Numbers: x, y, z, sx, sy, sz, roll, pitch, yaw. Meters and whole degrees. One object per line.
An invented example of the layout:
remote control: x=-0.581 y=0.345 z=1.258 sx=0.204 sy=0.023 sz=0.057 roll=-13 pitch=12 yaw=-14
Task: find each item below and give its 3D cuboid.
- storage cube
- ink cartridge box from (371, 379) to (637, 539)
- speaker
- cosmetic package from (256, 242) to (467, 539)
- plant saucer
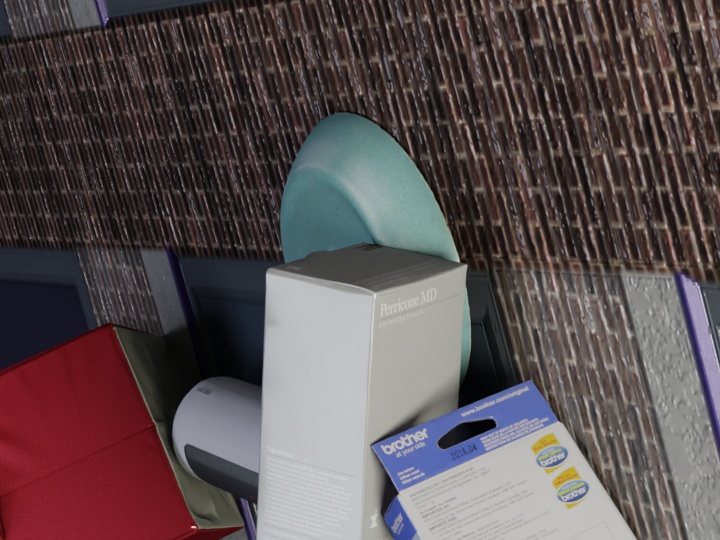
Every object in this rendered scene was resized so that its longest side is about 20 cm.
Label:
storage cube: x=-0.214 y=0.156 z=1.872 sx=0.200 sy=0.179 sz=0.171 roll=34 pitch=-149 yaw=-80
ink cartridge box: x=0.098 y=0.169 z=1.423 sx=0.200 sy=0.119 sz=0.042 roll=59 pitch=154 yaw=19
speaker: x=-0.053 y=0.128 z=1.728 sx=0.200 sy=0.081 sz=0.081 roll=15 pitch=121 yaw=58
cosmetic package: x=0.000 y=0.091 z=1.484 sx=0.090 sy=0.107 sz=0.201 roll=15 pitch=110 yaw=32
plant saucer: x=0.000 y=0.000 z=1.587 sx=0.200 sy=0.036 sz=0.201 roll=41 pitch=142 yaw=44
